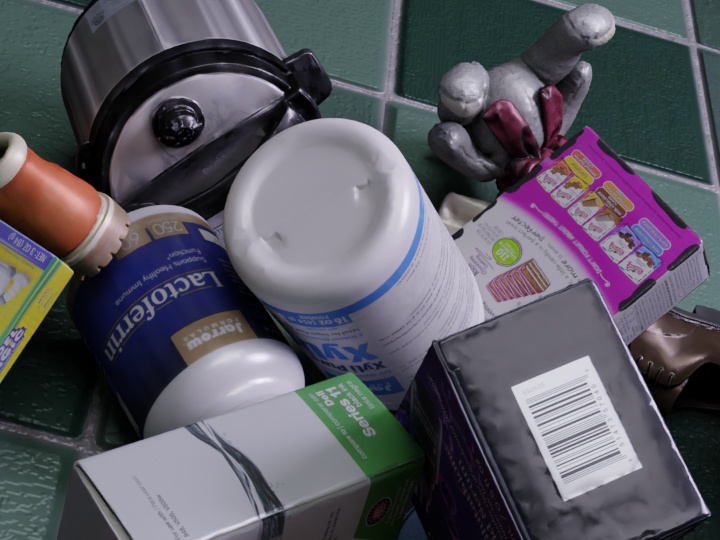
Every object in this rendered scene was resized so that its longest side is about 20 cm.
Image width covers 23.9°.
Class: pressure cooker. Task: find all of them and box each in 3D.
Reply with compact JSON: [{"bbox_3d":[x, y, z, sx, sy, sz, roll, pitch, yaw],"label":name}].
[{"bbox_3d":[-0.125,-0.106,1.243,0.177,0.177,0.201,6,31,-26],"label":"pressure cooker"}]

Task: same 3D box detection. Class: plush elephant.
[{"bbox_3d":[0.136,-0.087,1.378,0.164,0.200,0.156,-26,79,-27],"label":"plush elephant"}]

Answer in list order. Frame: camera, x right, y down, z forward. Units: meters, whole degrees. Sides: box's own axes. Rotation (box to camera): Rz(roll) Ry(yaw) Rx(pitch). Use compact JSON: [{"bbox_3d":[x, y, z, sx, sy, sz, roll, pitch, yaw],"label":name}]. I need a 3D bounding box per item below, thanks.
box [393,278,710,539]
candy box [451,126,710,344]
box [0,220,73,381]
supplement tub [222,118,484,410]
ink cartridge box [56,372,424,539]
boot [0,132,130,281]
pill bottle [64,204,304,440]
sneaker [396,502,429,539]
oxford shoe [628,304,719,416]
[{"bbox_3d":[0.099,0.117,0.984,0.103,0.200,0.149,-21,72,-15],"label":"box"},{"bbox_3d":[0.135,0.010,1.239,0.199,0.061,0.137,-38,58,-3],"label":"candy box"},{"bbox_3d":[-0.277,0.050,1.021,0.117,0.048,0.201,30,83,13],"label":"box"},{"bbox_3d":[0.000,0.000,1.138,0.130,0.200,0.133,-9,62,16],"label":"supplement tub"},{"bbox_3d":[-0.076,0.159,0.988,0.198,0.148,0.083,-15,48,-37],"label":"ink cartridge box"},{"bbox_3d":[-0.245,-0.051,1.133,0.107,0.199,0.076,39,67,-32],"label":"boot"},{"bbox_3d":[-0.106,0.061,1.113,0.115,0.116,0.201,-11,48,-33],"label":"pill bottle"},{"bbox_3d":[0.076,0.133,1.126,0.079,0.096,0.199,36,41,22],"label":"sneaker"},{"bbox_3d":[0.212,0.064,1.289,0.197,0.073,0.085,9,44,-13],"label":"oxford shoe"}]
